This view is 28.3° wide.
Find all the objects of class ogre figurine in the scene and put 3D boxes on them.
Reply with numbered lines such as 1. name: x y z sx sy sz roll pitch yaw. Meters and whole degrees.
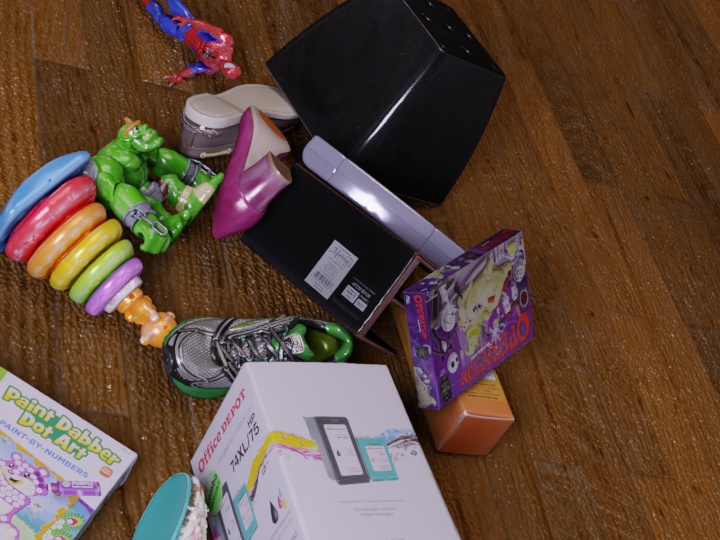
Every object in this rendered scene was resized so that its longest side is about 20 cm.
1. ogre figurine: -0.218 -0.087 1.448 0.120 0.098 0.200 36 42 -5

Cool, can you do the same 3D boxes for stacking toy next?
1. stacking toy: -0.245 -0.002 1.345 0.200 0.110 0.116 45 55 -1

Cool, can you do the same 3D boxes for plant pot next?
1. plant pot: 0.046 -0.221 1.672 0.199 0.177 0.200 12 37 -51

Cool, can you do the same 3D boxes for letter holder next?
1. letter holder: 0.000 0.000 1.463 0.200 0.101 0.142 38 2 39

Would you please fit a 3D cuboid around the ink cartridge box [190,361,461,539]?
1. ink cartridge box: -0.034 0.198 1.215 0.146 0.147 0.200 3 45 -30

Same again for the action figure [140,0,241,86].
1. action figure: -0.226 -0.289 1.693 0.200 0.065 0.099 42 30 14

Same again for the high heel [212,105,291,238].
1. high heel: -0.122 -0.104 1.494 0.067 0.096 0.200 43 14 -30

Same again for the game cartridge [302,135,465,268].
1. game cartridge: 0.022 -0.066 1.511 0.200 0.041 0.133 38 -4 1

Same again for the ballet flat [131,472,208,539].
1. ballet flat: -0.161 0.254 1.146 0.064 0.076 0.200 51 35 -26

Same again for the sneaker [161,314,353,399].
1. sneaker: -0.096 0.071 1.348 0.200 0.085 0.078 -6 77 -37

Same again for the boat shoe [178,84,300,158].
1. boat shoe: -0.133 -0.168 1.623 0.072 0.060 0.200 33 27 22

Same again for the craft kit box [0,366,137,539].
1. craft kit box: -0.311 0.166 1.148 0.200 0.049 0.198 32 35 0

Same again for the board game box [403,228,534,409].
1. board game box: 0.111 0.044 1.412 0.032 0.120 0.200 8 23 33

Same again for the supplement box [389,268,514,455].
1. supplement box: 0.092 0.093 1.485 0.069 0.067 0.200 7 44 -29
